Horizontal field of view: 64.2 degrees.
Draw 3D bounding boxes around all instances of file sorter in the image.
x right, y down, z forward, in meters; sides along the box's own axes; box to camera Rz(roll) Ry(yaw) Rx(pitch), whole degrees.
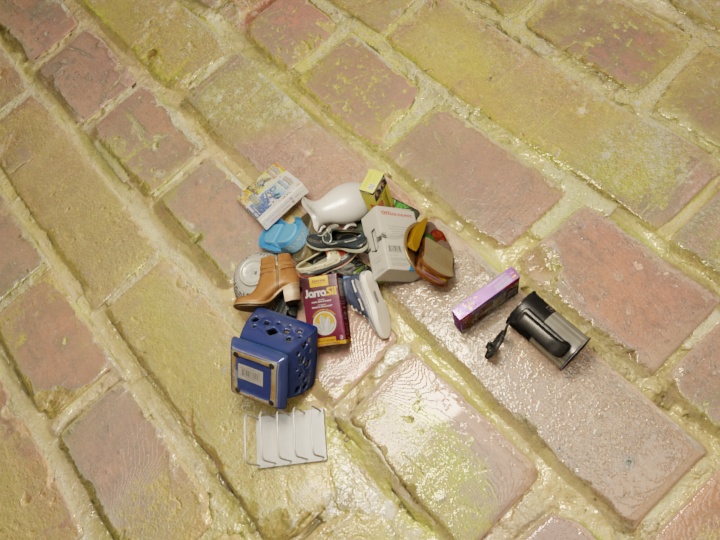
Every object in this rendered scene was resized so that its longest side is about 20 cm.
[{"bbox_3d":[-0.204,0.445,1.543,0.199,0.125,0.140,-10,66,9],"label":"file sorter"}]

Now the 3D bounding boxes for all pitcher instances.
[{"bbox_3d":[-0.060,-0.172,1.755,0.199,0.121,0.173,-20,104,-16],"label":"pitcher"}]

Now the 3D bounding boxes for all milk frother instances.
[{"bbox_3d":[0.453,0.194,1.503,0.188,0.180,0.201,44,126,24],"label":"milk frother"}]

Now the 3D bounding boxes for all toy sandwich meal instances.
[{"bbox_3d":[0.205,-0.057,1.623,0.070,0.204,0.206,-35,47,48],"label":"toy sandwich meal"}]

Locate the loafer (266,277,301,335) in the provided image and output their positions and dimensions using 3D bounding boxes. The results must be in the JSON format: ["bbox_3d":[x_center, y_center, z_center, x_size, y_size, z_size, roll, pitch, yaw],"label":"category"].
[{"bbox_3d":[-0.216,0.115,1.710,0.070,0.068,0.201,30,80,10],"label":"loafer"}]

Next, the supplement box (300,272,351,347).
[{"bbox_3d":[-0.098,0.113,1.639,0.110,0.086,0.201,-9,86,9],"label":"supplement box"}]

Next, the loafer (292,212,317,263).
[{"bbox_3d":[-0.163,-0.097,1.779,0.076,0.067,0.201,-19,47,35],"label":"loafer"}]

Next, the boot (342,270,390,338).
[{"bbox_3d":[0.018,0.104,1.645,0.090,0.073,0.201,-16,92,33],"label":"boot"}]

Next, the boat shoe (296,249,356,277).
[{"bbox_3d":[-0.095,-0.038,1.696,0.199,0.063,0.071,-31,41,4],"label":"boat shoe"}]

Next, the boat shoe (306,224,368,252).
[{"bbox_3d":[-0.073,-0.093,1.653,0.199,0.062,0.075,10,47,29],"label":"boat shoe"}]

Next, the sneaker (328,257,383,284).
[{"bbox_3d":[0.000,0.000,1.700,0.198,0.071,0.083,1,75,16],"label":"sneaker"}]

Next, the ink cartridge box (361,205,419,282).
[{"bbox_3d":[0.098,-0.075,1.660,0.145,0.084,0.201,4,63,-33],"label":"ink cartridge box"}]

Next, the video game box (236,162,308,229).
[{"bbox_3d":[-0.285,-0.243,1.841,0.182,0.047,0.200,-42,45,-8],"label":"video game box"}]

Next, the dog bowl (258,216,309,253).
[{"bbox_3d":[-0.233,-0.104,1.760,0.199,0.050,0.112,1,60,48],"label":"dog bowl"}]

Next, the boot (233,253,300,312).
[{"bbox_3d":[-0.276,0.031,1.655,0.199,0.077,0.156,-12,69,-8],"label":"boot"}]

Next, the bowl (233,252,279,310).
[{"bbox_3d":[-0.312,0.019,1.752,0.199,0.094,0.202,-4,67,10],"label":"bowl"}]

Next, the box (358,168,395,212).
[{"bbox_3d":[0.051,-0.214,1.695,0.050,0.200,0.076,23,74,20],"label":"box"}]

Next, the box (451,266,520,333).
[{"bbox_3d":[0.340,0.083,1.555,0.200,0.137,0.039,-35,66,-3],"label":"box"}]

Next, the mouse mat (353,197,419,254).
[{"bbox_3d":[0.070,-0.135,1.773,0.160,0.008,0.201,28,77,21],"label":"mouse mat"}]

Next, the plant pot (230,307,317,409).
[{"bbox_3d":[-0.243,0.246,1.556,0.199,0.201,0.180,16,28,19],"label":"plant pot"}]
